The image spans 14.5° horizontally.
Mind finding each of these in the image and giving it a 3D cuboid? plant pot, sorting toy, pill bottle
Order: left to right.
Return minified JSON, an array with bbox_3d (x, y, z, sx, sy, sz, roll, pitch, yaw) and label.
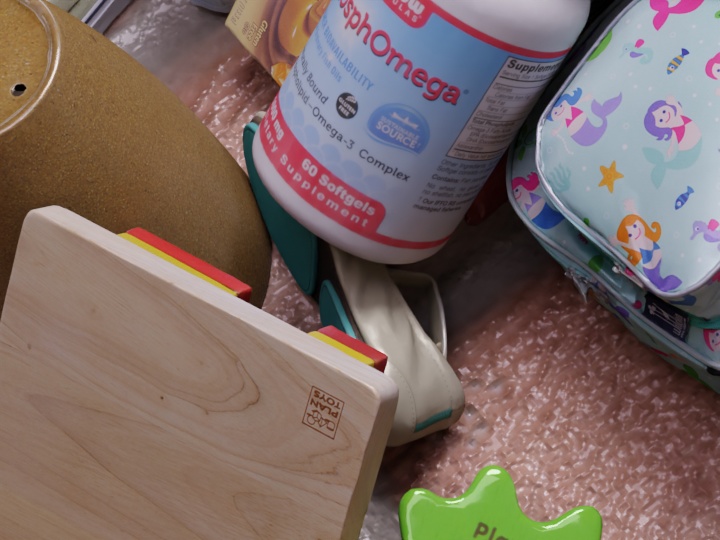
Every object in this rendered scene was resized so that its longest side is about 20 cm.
[{"bbox_3d":[-0.160,-0.046,1.382,0.185,0.200,0.187,-7,59,12],"label":"plant pot"},{"bbox_3d":[-0.078,0.094,1.303,0.199,0.069,0.200,26,114,25],"label":"sorting toy"},{"bbox_3d":[0.038,-0.109,1.322,0.109,0.108,0.200,51,124,32],"label":"pill bottle"}]

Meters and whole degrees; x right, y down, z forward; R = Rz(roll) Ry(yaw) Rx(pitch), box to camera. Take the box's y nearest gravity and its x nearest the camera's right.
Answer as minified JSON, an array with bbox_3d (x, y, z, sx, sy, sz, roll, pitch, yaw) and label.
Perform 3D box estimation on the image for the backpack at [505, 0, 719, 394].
[{"bbox_3d":[0.166,-0.049,1.321,0.178,0.150,0.200,-51,45,0],"label":"backpack"}]

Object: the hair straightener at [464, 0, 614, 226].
[{"bbox_3d":[0.100,-0.112,1.441,0.200,0.041,0.077,-44,60,-12],"label":"hair straightener"}]

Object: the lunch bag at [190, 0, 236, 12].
[{"bbox_3d":[-0.048,-0.256,1.489,0.127,0.170,0.200,26,71,25],"label":"lunch bag"}]

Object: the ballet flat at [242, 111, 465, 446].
[{"bbox_3d":[0.000,0.000,1.398,0.069,0.070,0.201,-23,59,1],"label":"ballet flat"}]

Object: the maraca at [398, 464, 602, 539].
[{"bbox_3d":[0.043,0.186,1.238,0.137,0.107,0.201,24,78,0],"label":"maraca"}]

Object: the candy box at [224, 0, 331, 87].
[{"bbox_3d":[0.019,-0.170,1.420,0.115,0.055,0.201,48,123,31],"label":"candy box"}]

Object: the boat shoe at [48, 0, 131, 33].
[{"bbox_3d":[-0.159,-0.166,1.531,0.072,0.062,0.201,16,66,23],"label":"boat shoe"}]
